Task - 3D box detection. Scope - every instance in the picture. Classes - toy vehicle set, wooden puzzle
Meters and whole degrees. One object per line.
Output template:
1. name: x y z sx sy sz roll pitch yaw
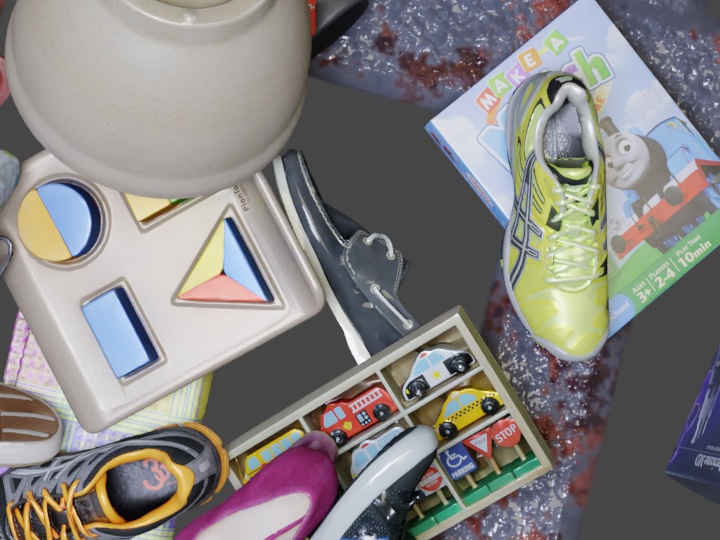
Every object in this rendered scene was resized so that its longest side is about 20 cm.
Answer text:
1. toy vehicle set: 0.017 0.127 1.167 0.199 0.027 0.125 -32 98 13
2. wooden puzzle: -0.148 -0.012 1.144 0.199 0.046 0.186 -28 90 11

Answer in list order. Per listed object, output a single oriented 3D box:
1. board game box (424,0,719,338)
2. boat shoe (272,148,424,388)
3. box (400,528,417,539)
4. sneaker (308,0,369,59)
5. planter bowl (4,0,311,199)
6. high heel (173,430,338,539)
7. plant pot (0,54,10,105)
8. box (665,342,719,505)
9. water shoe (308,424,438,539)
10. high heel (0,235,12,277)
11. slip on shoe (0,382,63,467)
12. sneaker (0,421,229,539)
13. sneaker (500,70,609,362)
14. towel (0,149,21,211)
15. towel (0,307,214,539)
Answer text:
1. board game box: 0.166 -0.073 1.229 0.151 0.037 0.200 -39 89 -6
2. boat shoe: 0.000 0.000 1.191 0.067 0.072 0.201 -29 98 3
3. box: 0.031 0.271 1.169 0.200 0.036 0.145 40 106 -4
4. sneaker: -0.101 -0.167 1.200 0.201 0.067 0.108 -39 81 -2
5. planter bowl: -0.117 -0.165 1.065 0.198 0.135 0.202 7 61 -12
6. high heel: -0.085 0.193 1.131 0.200 0.096 0.067 -43 96 14
7. plant pot: -0.355 -0.182 1.121 0.199 0.201 0.197 -22 81 -6
8. box: 0.309 0.076 1.176 0.104 0.148 0.201 25 84 -3
9. water shoe: 0.004 0.189 1.097 0.079 0.071 0.201 38 105 6
10. high heel: -0.291 0.046 1.085 0.142 0.200 0.072 -34 111 13
11. slip on shoe: -0.298 0.117 1.155 0.198 0.076 0.061 2 120 0
12. sneaker: -0.186 0.154 1.138 0.199 0.077 0.079 -24 92 4
13. sneaker: 0.134 -0.037 1.168 0.075 0.076 0.202 -8 89 -6
14. towel: -0.328 -0.005 1.095 0.198 0.172 0.048 -13 124 18
15. towel: -0.184 0.114 1.194 0.142 0.023 0.202 12 86 -5
